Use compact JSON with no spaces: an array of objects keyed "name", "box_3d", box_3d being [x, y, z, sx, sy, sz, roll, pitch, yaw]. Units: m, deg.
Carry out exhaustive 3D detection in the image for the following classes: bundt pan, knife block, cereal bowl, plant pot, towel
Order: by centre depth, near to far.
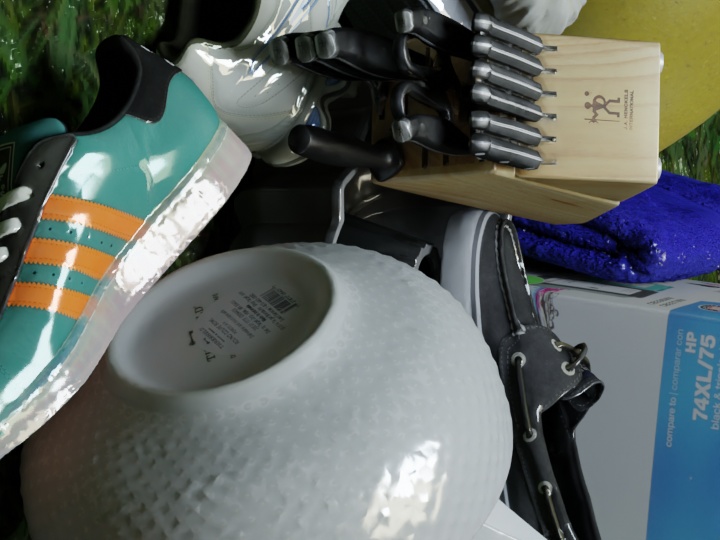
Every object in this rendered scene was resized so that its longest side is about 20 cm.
[{"name":"cereal bowl","box_3d":[-0.044,0.051,0.869,0.200,0.199,0.084,-55,137,-44]},{"name":"knife block","box_3d":[0.039,-0.067,0.999,0.200,0.174,0.065,144,-51,-80]},{"name":"bundt pan","box_3d":[0.000,0.000,1.071,0.202,0.075,0.204,-20,112,-60]},{"name":"plant pot","box_3d":[0.138,-0.143,1.224,0.143,0.199,0.200,-61,153,7]},{"name":"towel","box_3d":[0.143,-0.036,1.261,0.200,0.147,0.050,-9,112,-60]}]

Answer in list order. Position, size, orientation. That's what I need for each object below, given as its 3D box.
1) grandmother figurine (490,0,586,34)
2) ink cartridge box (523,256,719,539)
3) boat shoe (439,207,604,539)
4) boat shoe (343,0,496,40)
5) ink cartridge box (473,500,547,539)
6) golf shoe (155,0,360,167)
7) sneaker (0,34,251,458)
[{"name":"grandmother figurine","box_3d":[0.061,-0.206,1.067,0.061,0.120,0.201,8,63,-84]},{"name":"ink cartridge box","box_3d":[0.131,0.078,1.199,0.146,0.199,0.147,-9,106,-61]},{"name":"boat shoe","box_3d":[0.082,0.064,1.043,0.070,0.066,0.202,36,46,-62]},{"name":"boat shoe","box_3d":[0.055,-0.117,1.119,0.200,0.072,0.062,48,63,-29]},{"name":"ink cartridge box","box_3d":[0.017,0.169,0.949,0.050,0.200,0.163,-4,129,-60]},{"name":"golf shoe","box_3d":[-0.033,-0.150,0.990,0.097,0.078,0.201,38,57,-47]},{"name":"sneaker","box_3d":[-0.126,-0.006,0.852,0.080,0.071,0.200,48,57,-20]}]
